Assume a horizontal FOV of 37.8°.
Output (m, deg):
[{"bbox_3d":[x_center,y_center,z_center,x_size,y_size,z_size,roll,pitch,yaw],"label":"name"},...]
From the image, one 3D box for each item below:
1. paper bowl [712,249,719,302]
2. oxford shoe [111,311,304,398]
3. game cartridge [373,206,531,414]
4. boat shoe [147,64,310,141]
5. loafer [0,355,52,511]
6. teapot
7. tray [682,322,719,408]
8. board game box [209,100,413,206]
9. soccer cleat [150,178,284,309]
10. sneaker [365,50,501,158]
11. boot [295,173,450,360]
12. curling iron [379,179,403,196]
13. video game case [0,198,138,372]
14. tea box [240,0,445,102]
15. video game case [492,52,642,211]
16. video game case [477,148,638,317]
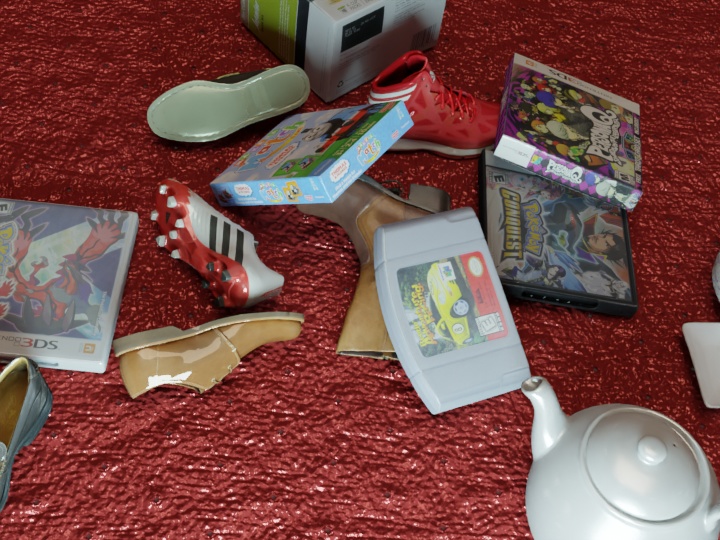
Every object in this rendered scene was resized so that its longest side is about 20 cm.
[{"bbox_3d":[0.501,-0.005,1.162,0.196,0.106,0.203,3,41,-3],"label":"paper bowl"},{"bbox_3d":[-0.147,0.084,1.067,0.197,0.071,0.073,-13,83,-16],"label":"oxford shoe"},{"bbox_3d":[0.088,0.039,1.091,0.131,0.041,0.203,-14,77,-19],"label":"game cartridge"},{"bbox_3d":[-0.159,-0.201,1.276,0.197,0.061,0.073,-14,99,-7],"label":"boat shoe"},{"bbox_3d":[-0.351,0.167,0.962,0.071,0.073,0.202,15,53,3],"label":"loafer"},{"bbox_3d":[0.253,0.200,0.966,0.196,0.147,0.200,-4,53,-11],"label":"teapot"},{"bbox_3d":[0.451,0.106,1.140,0.196,0.022,0.109,0,54,-7],"label":"tray"},{"bbox_3d":[-0.058,-0.129,1.176,0.198,0.037,0.151,0,38,48],"label":"board game box"},{"bbox_3d":[-0.159,-0.031,1.146,0.084,0.069,0.200,-7,41,-42],"label":"soccer cleat"},{"bbox_3d":[0.103,-0.202,1.271,0.196,0.116,0.079,-6,53,-11],"label":"sneaker"},{"bbox_3d":[0.000,0.000,1.150,0.185,0.069,0.203,11,68,1],"label":"boot"},{"bbox_3d":[0.081,-0.038,1.200,0.049,0.026,0.200,-36,65,-25],"label":"curling iron"},{"bbox_3d":[-0.341,0.010,1.114,0.178,0.023,0.203,6,52,-3],"label":"video game case"},{"bbox_3d":[-0.024,-0.359,1.364,0.198,0.135,0.197,-31,63,-27],"label":"tea box"},{"bbox_3d":[0.255,-0.172,1.278,0.178,0.036,0.201,21,41,-3],"label":"video game case"},{"bbox_3d":[0.225,-0.047,1.215,0.177,0.026,0.203,10,52,-7],"label":"video game case"}]
